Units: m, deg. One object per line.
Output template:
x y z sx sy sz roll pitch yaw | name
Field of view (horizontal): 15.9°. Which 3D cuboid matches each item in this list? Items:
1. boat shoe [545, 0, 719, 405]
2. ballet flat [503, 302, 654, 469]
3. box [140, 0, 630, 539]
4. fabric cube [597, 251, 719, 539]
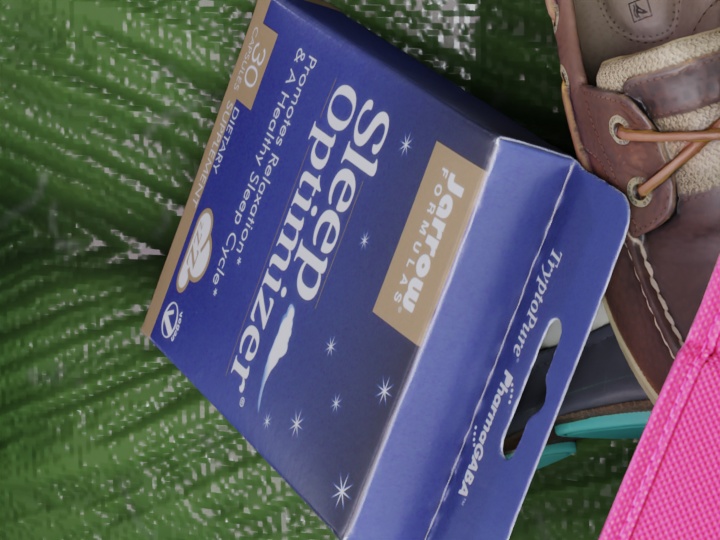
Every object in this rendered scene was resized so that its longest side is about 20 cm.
0.086 -0.038 0.686 0.072 0.072 0.200 -17 61 11 | boat shoe
0.060 0.027 0.756 0.200 0.073 0.073 -19 85 38 | ballet flat
0.000 0.000 0.750 0.200 0.032 0.121 38 110 57 | box
0.185 0.074 0.563 0.199 0.196 0.200 18 79 30 | fabric cube
